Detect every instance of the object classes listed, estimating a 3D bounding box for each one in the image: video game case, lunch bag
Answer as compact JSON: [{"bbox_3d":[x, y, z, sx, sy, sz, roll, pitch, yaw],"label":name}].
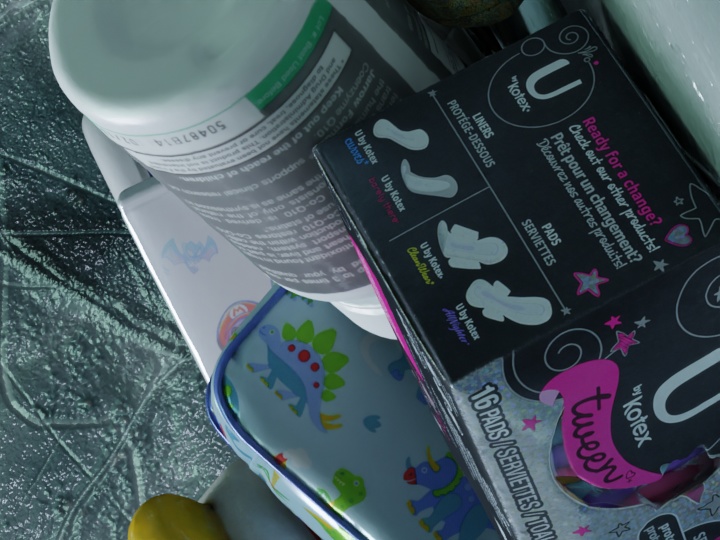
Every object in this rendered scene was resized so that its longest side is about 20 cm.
[{"bbox_3d":[0.000,0.000,1.564,0.024,0.199,0.183,-92,-23,-71],"label":"video game case"},{"bbox_3d":[0.049,0.062,1.253,0.200,0.161,0.082,41,170,3],"label":"lunch bag"}]

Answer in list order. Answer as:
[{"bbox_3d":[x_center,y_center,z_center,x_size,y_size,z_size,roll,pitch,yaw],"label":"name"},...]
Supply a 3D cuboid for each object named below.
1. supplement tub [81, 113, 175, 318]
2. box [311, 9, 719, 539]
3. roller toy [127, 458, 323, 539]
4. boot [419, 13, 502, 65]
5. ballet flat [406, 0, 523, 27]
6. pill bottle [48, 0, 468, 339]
[{"bbox_3d":[-0.037,-0.068,1.642,0.146,0.199,0.145,63,178,4],"label":"supplement tub"},{"bbox_3d":[0.082,0.030,1.084,0.132,0.114,0.200,60,177,40],"label":"box"},{"bbox_3d":[-0.018,0.176,1.342,0.200,0.140,0.182,41,-169,8],"label":"roller toy"},{"bbox_3d":[0.051,-0.068,1.372,0.204,0.073,0.154,56,-170,-24],"label":"boot"},{"bbox_3d":[0.025,-0.138,1.183,0.071,0.070,0.200,64,178,-21],"label":"ballet flat"},{"bbox_3d":[-0.019,-0.058,1.123,0.200,0.113,0.113,43,-166,-48],"label":"pill bottle"}]
